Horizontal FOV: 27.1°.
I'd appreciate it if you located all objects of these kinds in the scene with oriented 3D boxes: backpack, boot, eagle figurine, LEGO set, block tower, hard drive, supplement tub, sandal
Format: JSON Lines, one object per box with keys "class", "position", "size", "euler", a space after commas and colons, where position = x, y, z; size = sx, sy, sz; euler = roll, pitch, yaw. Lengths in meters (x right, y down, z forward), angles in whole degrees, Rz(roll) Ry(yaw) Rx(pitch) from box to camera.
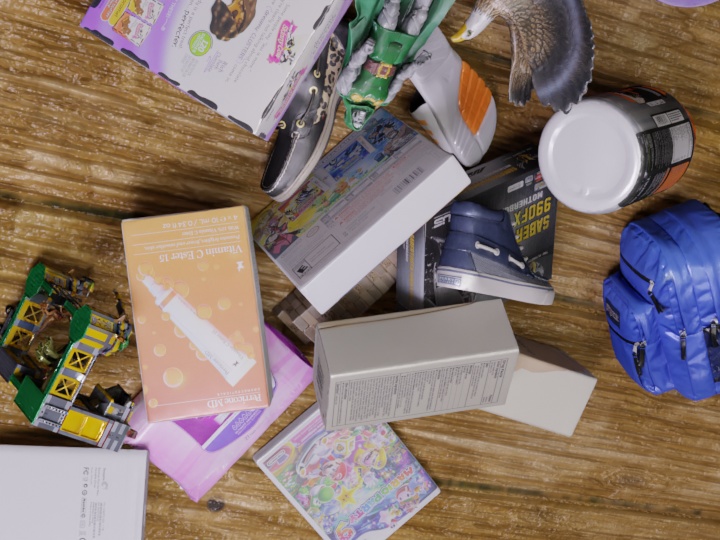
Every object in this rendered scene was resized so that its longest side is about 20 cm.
{"class": "backpack", "position": [0.369, 0.032, 1.721], "size": [0.167, 0.163, 0.201], "euler": [-18, 117, -11]}
{"class": "boot", "position": [0.152, -0.017, 1.562], "size": [0.200, 0.072, 0.091], "euler": [11, 89, -58]}
{"class": "eagle figurine", "position": [0.163, -0.269, 1.536], "size": [0.151, 0.152, 0.200], "euler": [-30, 109, 40]}
{"class": "LEGO set", "position": [-0.270, 0.088, 1.470], "size": [0.116, 0.200, 0.154], "euler": [25, 86, -36]}
{"class": "block tower", "position": [0.000, 0.000, 1.618], "size": [0.200, 0.058, 0.054], "euler": [-44, 119, 0]}
{"class": "hard drive", "position": [-0.319, 0.246, 1.524], "size": [0.199, 0.026, 0.133], "euler": [2, 77, 1]}
{"class": "supplement tub", "position": [0.282, -0.133, 1.602], "size": [0.200, 0.122, 0.123], "euler": [-19, 124, -58]}
{"class": "sandal", "position": [0.077, -0.196, 1.571], "size": [0.079, 0.059, 0.207], "euler": [-56, 133, -22]}
{"class": "boot", "position": [-0.094, -0.184, 1.498], "size": [0.150, 0.073, 0.201], "euler": [23, 96, -29]}

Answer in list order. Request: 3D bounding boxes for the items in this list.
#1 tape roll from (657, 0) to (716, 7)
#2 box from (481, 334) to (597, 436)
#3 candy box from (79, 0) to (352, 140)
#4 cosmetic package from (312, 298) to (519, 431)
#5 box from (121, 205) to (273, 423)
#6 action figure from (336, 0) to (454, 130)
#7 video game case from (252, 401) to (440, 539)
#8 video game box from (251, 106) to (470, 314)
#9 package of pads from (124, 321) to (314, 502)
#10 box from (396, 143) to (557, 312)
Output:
{"class": "tape roll", "position": [0.341, -0.387, 1.592], "size": [0.199, 0.085, 0.201], "euler": [-8, 112, -20]}
{"class": "box", "position": [0.159, 0.116, 1.707], "size": [0.199, 0.095, 0.078], "euler": [18, 102, -29]}
{"class": "candy box", "position": [-0.131, -0.245, 1.399], "size": [0.199, 0.072, 0.168], "euler": [32, 92, 6]}
{"class": "cosmetic package", "position": [0.055, 0.098, 1.553], "size": [0.199, 0.073, 0.104], "euler": [-7, 142, -12]}
{"class": "box", "position": [-0.161, 0.042, 1.491], "size": [0.124, 0.097, 0.201], "euler": [-8, 91, -2]}
{"class": "action figure", "position": [0.028, -0.221, 1.454], "size": [0.118, 0.055, 0.201], "euler": [9, 127, -25]}
{"class": "video game case", "position": [-0.013, 0.235, 1.725], "size": [0.143, 0.018, 0.200], "euler": [-40, 119, -4]}
{"class": "video game box", "position": [-0.008, -0.065, 1.517], "size": [0.200, 0.182, 0.047], "euler": [-41, 123, -2]}
{"class": "package of pads", "position": [-0.156, 0.136, 1.595], "size": [0.200, 0.076, 0.120], "euler": [-46, 119, -1]}
{"class": "box", "position": [0.127, -0.032, 1.615], "size": [0.199, 0.048, 0.159], "euler": [-23, 128, -32]}
